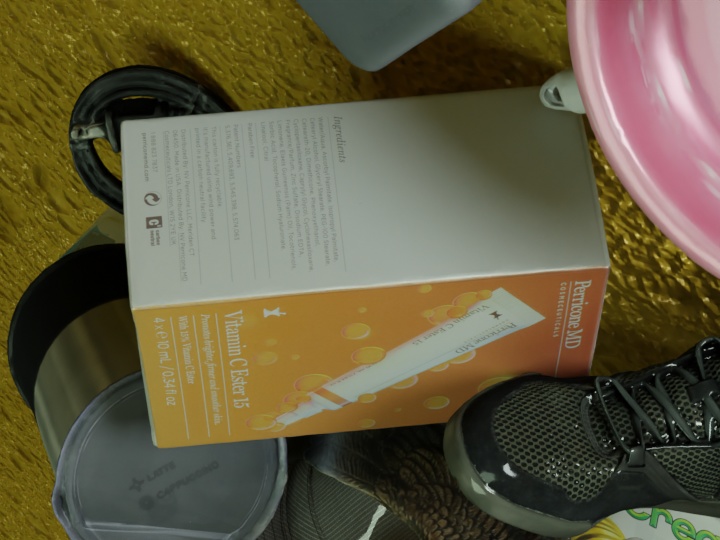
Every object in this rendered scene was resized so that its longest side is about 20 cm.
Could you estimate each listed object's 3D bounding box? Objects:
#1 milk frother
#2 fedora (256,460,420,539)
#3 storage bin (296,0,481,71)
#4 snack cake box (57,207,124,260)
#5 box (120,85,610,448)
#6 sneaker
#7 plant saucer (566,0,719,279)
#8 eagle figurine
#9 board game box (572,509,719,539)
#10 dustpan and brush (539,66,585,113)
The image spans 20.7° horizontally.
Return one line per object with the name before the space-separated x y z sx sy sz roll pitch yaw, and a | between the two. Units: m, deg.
milk frother | -0.107 0.020 1.021 0.201 0.179 0.188 64 172 -25
fedora | 0.040 0.127 1.052 0.090 0.198 0.178 -50 44 39
storage bin | 0.001 -0.174 0.695 0.200 0.134 0.145 49 152 -10
snack cake box | -0.104 0.058 1.246 0.114 0.067 0.201 23 147 32
box | 0.000 0.000 0.869 0.198 0.098 0.125 -5 147 -3
sneaker | 0.132 0.058 0.830 0.114 0.198 0.077 -51 45 43
plant saucer | 0.166 -0.080 0.636 0.199 0.051 0.202 13 118 26
eagle figurine | 0.044 0.140 0.899 0.151 0.152 0.200 47 180 -15
board game box | 0.196 0.174 1.000 0.199 0.035 0.127 25 129 28
dustpan and brush | 0.132 -0.077 0.751 0.199 0.057 0.141 -11 108 46
